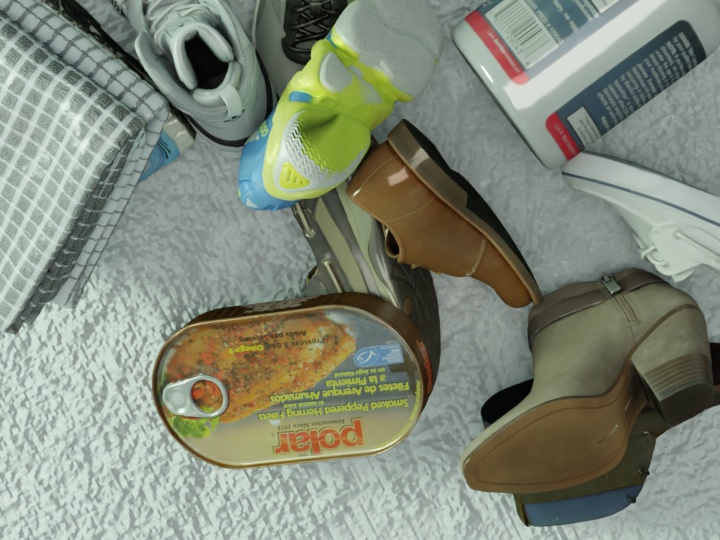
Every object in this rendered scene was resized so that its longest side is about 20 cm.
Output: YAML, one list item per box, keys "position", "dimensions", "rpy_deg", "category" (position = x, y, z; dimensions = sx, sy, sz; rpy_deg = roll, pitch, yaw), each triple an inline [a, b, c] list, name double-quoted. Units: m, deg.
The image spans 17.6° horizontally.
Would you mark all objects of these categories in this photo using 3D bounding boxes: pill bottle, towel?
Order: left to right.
- position: [-0.235, -0.073, 1.518]
  dimensions: [0.165, 0.086, 0.200]
  rpy_deg: [35, 123, 6]
  category: "towel"
- position: [0.172, -0.171, 1.548]
  dimensions: [0.200, 0.120, 0.120]
  rpy_deg: [-36, 99, 4]
  category: "pill bottle"

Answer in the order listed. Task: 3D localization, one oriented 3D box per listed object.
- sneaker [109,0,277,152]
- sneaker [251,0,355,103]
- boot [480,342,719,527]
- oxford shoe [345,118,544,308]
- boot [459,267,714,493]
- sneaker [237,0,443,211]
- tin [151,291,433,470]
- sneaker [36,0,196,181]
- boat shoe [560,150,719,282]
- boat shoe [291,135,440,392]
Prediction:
- position: [-0.121, -0.174, 1.523]
  dimensions: [0.075, 0.115, 0.200]
  rpy_deg: [-31, 84, 0]
  category: "sneaker"
- position: [-0.034, -0.192, 1.557]
  dimensions: [0.074, 0.079, 0.201]
  rpy_deg: [2, 101, -5]
  category: "sneaker"
- position: [0.188, 0.115, 1.634]
  dimensions: [0.199, 0.075, 0.097]
  rpy_deg: [-12, 118, 0]
  category: "boot"
- position: [0.056, -0.025, 1.564]
  dimensions: [0.071, 0.071, 0.200]
  rpy_deg: [-40, 133, 8]
  category: "oxford shoe"
- position: [0.143, 0.069, 1.574]
  dimensions: [0.199, 0.146, 0.070]
  rpy_deg: [-17, 124, -8]
  category: "boot"
- position: [-0.024, -0.110, 1.522]
  dimensions: [0.076, 0.200, 0.105]
  rpy_deg: [49, 136, -10]
  category: "sneaker"
- position: [-0.046, 0.076, 1.588]
  dimensions: [0.199, 0.042, 0.112]
  rpy_deg: [-7, 104, 22]
  category: "tin"
- position: [-0.207, -0.130, 1.561]
  dimensions: [0.200, 0.078, 0.090]
  rpy_deg: [43, 99, -8]
  category: "sneaker"
- position: [0.224, -0.024, 1.599]
  dimensions: [0.200, 0.074, 0.066]
  rpy_deg: [22, 94, -5]
  category: "boat shoe"
- position: [0.000, 0.000, 1.603]
  dimensions: [0.073, 0.074, 0.201]
  rpy_deg: [-11, 105, 24]
  category: "boat shoe"
